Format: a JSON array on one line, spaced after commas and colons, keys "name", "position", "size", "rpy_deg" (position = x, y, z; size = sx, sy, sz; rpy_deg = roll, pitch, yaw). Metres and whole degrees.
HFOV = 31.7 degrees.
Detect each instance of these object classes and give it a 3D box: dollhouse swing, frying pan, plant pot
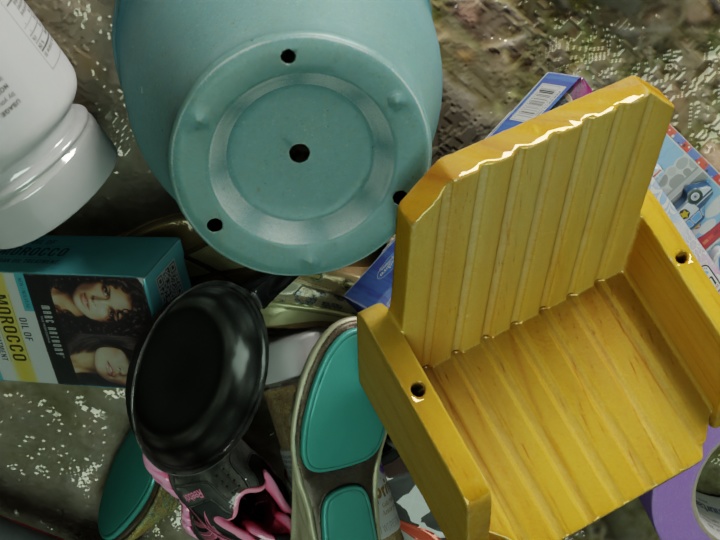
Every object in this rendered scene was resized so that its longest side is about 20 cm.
[{"name": "dollhouse swing", "position": [0.120, 0.030, 0.692], "size": [0.199, 0.182, 0.176], "rpy_deg": [-24, 162, -20]}, {"name": "frying pan", "position": [-0.082, 0.027, 0.742], "size": [0.115, 0.031, 0.191], "rpy_deg": [37, 69, -53]}, {"name": "plant pot", "position": [-0.040, -0.099, 0.710], "size": [0.199, 0.188, 0.201], "rpy_deg": [-4, 120, -7]}]

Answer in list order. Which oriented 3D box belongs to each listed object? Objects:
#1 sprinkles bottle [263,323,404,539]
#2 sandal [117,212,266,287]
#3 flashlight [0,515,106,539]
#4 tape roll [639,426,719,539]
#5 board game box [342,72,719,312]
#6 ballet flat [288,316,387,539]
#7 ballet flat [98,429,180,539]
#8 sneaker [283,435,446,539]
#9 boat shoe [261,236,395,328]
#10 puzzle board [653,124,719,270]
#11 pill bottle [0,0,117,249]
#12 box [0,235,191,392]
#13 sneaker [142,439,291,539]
[{"name": "sprinkles bottle", "position": [-0.017, 0.136, 0.865], "size": [0.068, 0.068, 0.201], "rpy_deg": [-17, 93, 1]}, {"name": "sandal", "position": [-0.143, 0.008, 0.825], "size": [0.200, 0.054, 0.080], "rpy_deg": [-28, 120, 32]}, {"name": "flashlight", "position": [-0.250, 0.194, 0.912], "size": [0.200, 0.068, 0.068], "rpy_deg": [27, 141, -23]}, {"name": "tape roll", "position": [0.309, 0.142, 0.975], "size": [0.199, 0.066, 0.201], "rpy_deg": [-4, 119, -6]}, {"name": "board game box", "position": [0.122, 0.013, 0.825], "size": [0.200, 0.043, 0.199], "rpy_deg": [-48, 118, -9]}, {"name": "ballet flat", "position": [-0.021, 0.120, 0.794], "size": [0.069, 0.069, 0.201], "rpy_deg": [0, 103, -9]}, {"name": "ballet flat", "position": [-0.128, 0.117, 0.893], "size": [0.070, 0.071, 0.201], "rpy_deg": [14, 116, -17]}, {"name": "sneaker", "position": [0.048, 0.153, 0.935], "size": [0.199, 0.077, 0.082], "rpy_deg": [16, 109, -18]}, {"name": "boat shoe", "position": [0.000, 0.000, 0.838], "size": [0.199, 0.073, 0.063], "rpy_deg": [-2, 120, -7]}, {"name": "puzzle board", "position": [0.184, 0.004, 0.904], "size": [0.151, 0.017, 0.200], "rpy_deg": [37, 107, -26]}, {"name": "pill bottle", "position": [-0.233, -0.116, 0.712], "size": [0.113, 0.113, 0.200], "rpy_deg": [-30, 119, 8]}, {"name": "box", "position": [-0.199, 0.024, 0.784], "size": [0.199, 0.049, 0.083], "rpy_deg": [1, 120, 21]}, {"name": "sneaker", "position": [-0.077, 0.164, 0.867], "size": [0.079, 0.095, 0.200], "rpy_deg": [-47, 151, -13]}]
